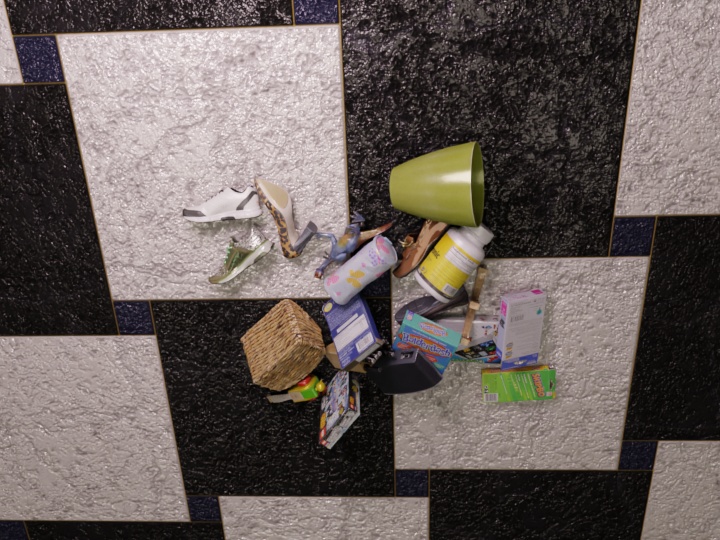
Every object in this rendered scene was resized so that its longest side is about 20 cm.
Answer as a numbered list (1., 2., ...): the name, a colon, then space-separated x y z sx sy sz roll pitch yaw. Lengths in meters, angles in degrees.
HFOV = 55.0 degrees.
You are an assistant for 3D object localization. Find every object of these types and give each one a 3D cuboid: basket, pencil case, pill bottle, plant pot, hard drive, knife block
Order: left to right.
1. basket: -0.196 0.199 1.833 0.200 0.151 0.142 -42 140 20
2. knife block: -0.008 0.222 1.769 0.198 0.177 0.064 -31 111 17
3. pencil case: 0.000 0.000 1.695 0.199 0.091 0.083 -38 99 30
4. hard drive: 0.104 0.267 1.795 0.197 0.043 0.135 -17 125 42
5. plant pot: 0.172 -0.191 1.580 0.195 0.188 0.191 0 117 19
6. pill bottle: 0.229 -0.032 1.668 0.110 0.112 0.201 35 104 -13

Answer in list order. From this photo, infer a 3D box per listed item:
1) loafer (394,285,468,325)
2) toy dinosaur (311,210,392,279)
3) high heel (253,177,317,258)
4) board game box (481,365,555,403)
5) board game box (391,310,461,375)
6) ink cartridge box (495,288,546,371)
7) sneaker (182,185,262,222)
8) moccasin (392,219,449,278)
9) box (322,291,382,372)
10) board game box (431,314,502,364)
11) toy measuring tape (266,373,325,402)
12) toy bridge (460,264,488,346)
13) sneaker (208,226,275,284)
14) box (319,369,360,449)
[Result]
1. loafer: 0.184 0.099 1.762 0.197 0.072 0.064 -27 116 12
2. toy dinosaur: -0.041 -0.045 1.699 0.195 0.107 0.183 13 134 -14
3. high heel: -0.208 -0.121 1.690 0.200 0.072 0.143 44 134 -1
4. board game box: 0.426 0.307 1.868 0.195 0.030 0.098 -3 116 8
5. board game box: 0.156 0.203 1.767 0.149 0.045 0.202 23 139 5
6. ink cartridge box: 0.407 0.153 1.767 0.117 0.042 0.205 -9 115 -20
7. sneaker: -0.336 -0.160 1.676 0.195 0.074 0.082 -7 101 1
8. moccasin: 0.137 -0.068 1.683 0.077 0.074 0.203 35 116 -3
9. box: -0.023 0.137 1.737 0.121 0.203 0.032 -39 138 21
10. board game box: 0.279 0.181 1.812 0.194 0.035 0.129 3 115 2
11. toy measuring tape: -0.170 0.324 1.902 0.197 0.074 0.074 -15 116 35
12. toy bridge: 0.286 0.085 1.744 0.027 0.067 0.205 15 95 7
13. sneaker: -0.309 -0.041 1.730 0.198 0.077 0.090 -34 97 12
14. box: -0.055 0.348 1.817 0.039 0.201 0.138 30 113 -17
